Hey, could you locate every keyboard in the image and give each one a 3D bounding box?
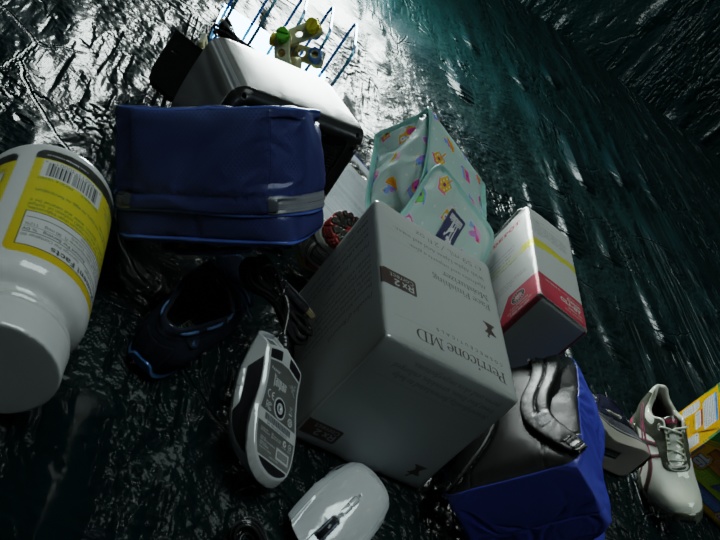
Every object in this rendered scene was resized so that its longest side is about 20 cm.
[{"bbox_3d":[-0.162,-0.232,1.029,0.199,0.128,0.021,38,7,8],"label":"keyboard"}]

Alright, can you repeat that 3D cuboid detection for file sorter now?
[{"bbox_3d":[-0.112,-0.364,1.262,0.198,0.123,0.140,31,33,-20],"label":"file sorter"}]

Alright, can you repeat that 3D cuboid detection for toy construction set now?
[{"bbox_3d":[-0.145,-0.264,1.079,0.092,0.195,0.135,22,73,-71],"label":"toy construction set"}]

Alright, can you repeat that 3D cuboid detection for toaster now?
[{"bbox_3d":[-0.125,-0.133,0.913,0.197,0.182,0.120,12,36,-39],"label":"toaster"}]

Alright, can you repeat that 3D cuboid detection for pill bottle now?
[{"bbox_3d":[-0.264,0.002,0.649,0.113,0.115,0.202,25,35,-25],"label":"pill bottle"}]

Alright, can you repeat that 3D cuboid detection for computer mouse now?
[{"bbox_3d":[-0.088,0.096,0.753,0.110,0.043,0.204,53,34,-46],"label":"computer mouse"},{"bbox_3d":[-0.026,0.219,0.723,0.110,0.044,0.199,46,31,8],"label":"computer mouse"}]

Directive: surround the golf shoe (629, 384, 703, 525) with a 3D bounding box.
[{"bbox_3d":[0.419,0.251,1.136,0.075,0.090,0.202,0,37,-2],"label":"golf shoe"}]

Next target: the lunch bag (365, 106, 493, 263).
[{"bbox_3d":[0.092,-0.082,1.092,0.170,0.120,0.203,46,34,-35],"label":"lunch bag"}]

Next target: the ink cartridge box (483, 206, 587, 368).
[{"bbox_3d":[0.199,0.036,1.045,0.083,0.145,0.202,32,32,-15],"label":"ink cartridge box"}]

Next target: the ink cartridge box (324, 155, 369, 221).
[{"bbox_3d":[-0.051,-0.119,1.111,0.197,0.043,0.199,48,28,9],"label":"ink cartridge box"}]

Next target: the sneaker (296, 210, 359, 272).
[{"bbox_3d":[0.000,0.000,0.993,0.199,0.081,0.079,39,37,-42],"label":"sneaker"}]

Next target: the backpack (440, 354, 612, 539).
[{"bbox_3d":[0.181,0.201,0.877,0.201,0.159,0.170,-71,140,-58],"label":"backpack"}]

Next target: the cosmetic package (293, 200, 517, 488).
[{"bbox_3d":[0.037,0.076,0.851,0.163,0.165,0.202,26,34,-24],"label":"cosmetic package"}]

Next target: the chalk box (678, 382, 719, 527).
[{"bbox_3d":[0.558,0.296,1.219,0.199,0.124,0.125,41,31,-2],"label":"chalk box"}]

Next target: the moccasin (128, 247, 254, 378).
[{"bbox_3d":[-0.142,0.033,0.792,0.080,0.068,0.201,38,30,-6],"label":"moccasin"}]

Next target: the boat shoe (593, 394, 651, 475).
[{"bbox_3d":[0.300,0.203,1.101,0.198,0.075,0.094,31,25,-34],"label":"boat shoe"}]

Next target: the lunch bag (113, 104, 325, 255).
[{"bbox_3d":[-0.132,-0.080,0.751,0.195,0.136,0.136,2,9,12],"label":"lunch bag"}]
